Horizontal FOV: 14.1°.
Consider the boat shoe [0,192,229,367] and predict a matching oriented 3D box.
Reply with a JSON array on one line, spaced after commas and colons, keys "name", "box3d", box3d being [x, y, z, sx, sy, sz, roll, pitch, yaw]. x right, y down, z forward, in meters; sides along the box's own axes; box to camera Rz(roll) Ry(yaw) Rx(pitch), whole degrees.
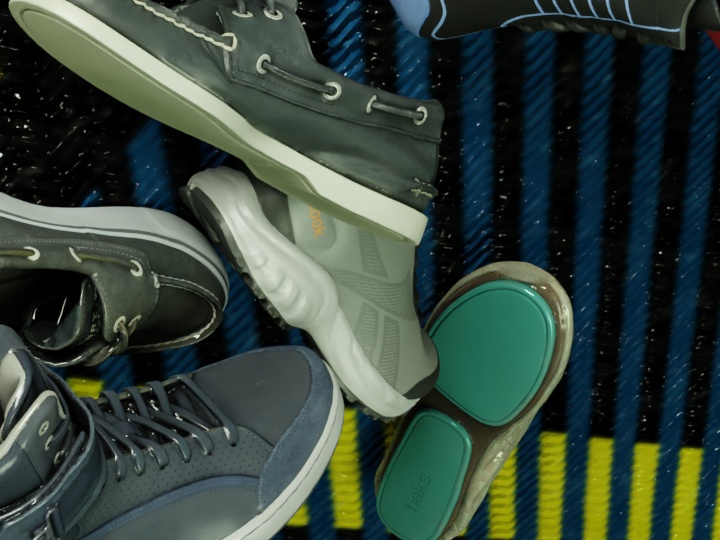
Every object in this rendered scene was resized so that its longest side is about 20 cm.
[{"name": "boat shoe", "box3d": [-0.120, 0.011, 1.129, 0.069, 0.057, 0.200, -46, 146, 23]}]

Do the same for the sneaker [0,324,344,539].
[{"name": "sneaker", "box3d": [-0.093, 0.057, 1.089, 0.202, 0.077, 0.146, -34, 141, -23]}]

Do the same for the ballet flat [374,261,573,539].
[{"name": "ballet flat", "box3d": [0.057, 0.052, 1.362, 0.062, 0.067, 0.200, -43, 167, -43]}]

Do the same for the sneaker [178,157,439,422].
[{"name": "sneaker", "box3d": [0.000, 0.000, 1.210, 0.079, 0.074, 0.200, -38, 150, 0]}]

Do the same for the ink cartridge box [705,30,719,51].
[{"name": "ink cartridge box", "box3d": [0.258, -0.144, 1.217, 0.144, 0.084, 0.200, 9, 130, -47]}]

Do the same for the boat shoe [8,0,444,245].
[{"name": "boat shoe", "box3d": [-0.040, -0.076, 1.064, 0.199, 0.074, 0.066, 29, 83, -34]}]

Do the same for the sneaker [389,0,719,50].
[{"name": "sneaker", "box3d": [0.092, -0.110, 1.054, 0.200, 0.078, 0.070, -23, -177, 45]}]
